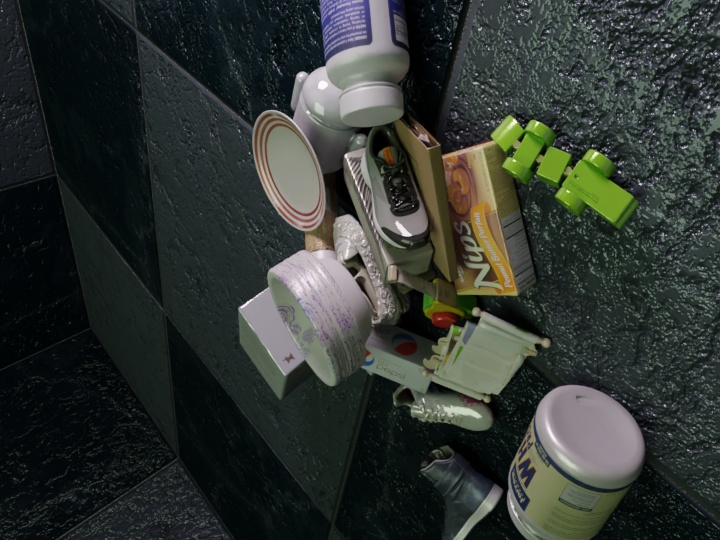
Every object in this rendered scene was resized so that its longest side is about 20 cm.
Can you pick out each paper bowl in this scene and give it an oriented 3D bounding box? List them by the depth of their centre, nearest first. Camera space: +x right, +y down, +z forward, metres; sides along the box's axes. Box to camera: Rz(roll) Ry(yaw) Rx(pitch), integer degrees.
[{"bbox_3d":[-0.056,0.065,0.878,0.201,0.103,0.204,48,156,29],"label":"paper bowl"}]

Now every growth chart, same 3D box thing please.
[{"bbox_3d":[0.182,0.136,0.875,0.141,0.018,0.203,27,135,1],"label":"growth chart"}]

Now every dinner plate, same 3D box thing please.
[{"bbox_3d":[-0.115,-0.164,0.934,0.198,0.024,0.206,33,137,36],"label":"dinner plate"}]

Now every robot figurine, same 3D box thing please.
[{"bbox_3d":[-0.054,-0.244,0.921,0.169,0.112,0.202,44,140,12],"label":"robot figurine"}]

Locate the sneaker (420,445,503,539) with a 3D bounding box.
[{"bbox_3d":[0.166,0.425,1.065,0.144,0.076,0.206,36,127,16],"label":"sneaker"}]

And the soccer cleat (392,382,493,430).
[{"bbox_3d":[0.140,0.246,0.994,0.196,0.085,0.072,13,122,46],"label":"soccer cleat"}]

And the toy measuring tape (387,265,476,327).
[{"bbox_3d":[0.101,0.040,0.855,0.073,0.195,0.076,-30,50,44],"label":"toy measuring tape"}]

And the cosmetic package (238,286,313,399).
[{"bbox_3d":[-0.148,0.135,1.186,0.169,0.164,0.201,50,156,13],"label":"cosmetic package"}]

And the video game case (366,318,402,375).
[{"bbox_3d":[-0.011,0.087,1.143,0.201,0.023,0.185,48,141,22],"label":"video game case"}]

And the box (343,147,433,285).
[{"bbox_3d":[0.039,-0.090,0.865,0.069,0.079,0.205,94,156,-64],"label":"box"}]

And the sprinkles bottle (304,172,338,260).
[{"bbox_3d":[-0.069,-0.086,0.997,0.068,0.066,0.207,-44,44,53],"label":"sprinkles bottle"}]

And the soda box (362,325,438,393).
[{"bbox_3d":[0.041,0.139,1.000,0.194,0.069,0.065,22,133,5],"label":"soda box"}]

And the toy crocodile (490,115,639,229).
[{"bbox_3d":[0.238,-0.121,0.677,0.198,0.061,0.069,38,102,24],"label":"toy crocodile"}]

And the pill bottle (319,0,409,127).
[{"bbox_3d":[0.007,-0.309,0.759,0.118,0.117,0.209,-6,88,52],"label":"pill bottle"}]

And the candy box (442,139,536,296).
[{"bbox_3d":[0.168,-0.069,0.795,0.114,0.054,0.207,-1,110,54],"label":"candy box"}]

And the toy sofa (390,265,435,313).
[{"bbox_3d":[0.034,0.007,0.986,0.196,0.081,0.101,2,110,50],"label":"toy sofa"}]

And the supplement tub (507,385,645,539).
[{"bbox_3d":[0.288,0.278,0.780,0.144,0.143,0.205,36,136,31],"label":"supplement tub"}]

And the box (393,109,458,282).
[{"bbox_3d":[0.092,-0.110,0.804,0.165,0.021,0.206,-114,9,-56],"label":"box"}]

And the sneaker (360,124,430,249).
[{"bbox_3d":[0.045,-0.117,0.788,0.080,0.071,0.205,90,163,-59],"label":"sneaker"}]

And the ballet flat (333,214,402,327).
[{"bbox_3d":[0.000,0.000,0.906,0.204,0.070,0.072,60,144,12],"label":"ballet flat"}]
